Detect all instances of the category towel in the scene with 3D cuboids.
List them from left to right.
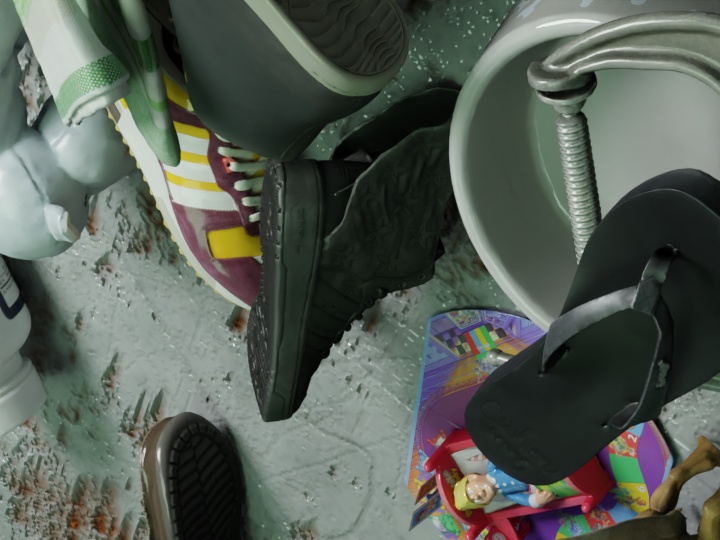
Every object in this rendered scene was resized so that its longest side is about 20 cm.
[{"bbox_3d":[-0.159,-0.169,0.756,0.202,0.030,0.149,69,167,-7],"label":"towel"},{"bbox_3d":[-0.134,-0.162,0.759,0.153,0.023,0.201,59,167,30],"label":"towel"}]

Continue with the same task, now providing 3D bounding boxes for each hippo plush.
[{"bbox_3d":[-0.205,-0.085,0.901,0.161,0.200,0.159,46,161,-8],"label":"hippo plush"}]

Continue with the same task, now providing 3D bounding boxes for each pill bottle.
[{"bbox_3d":[-0.295,0.018,1.099,0.110,0.111,0.202,-7,114,43],"label":"pill bottle"}]

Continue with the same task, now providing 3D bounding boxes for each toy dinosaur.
[{"bbox_3d":[0.147,0.133,0.780,0.060,0.106,0.200,43,-178,30],"label":"toy dinosaur"}]

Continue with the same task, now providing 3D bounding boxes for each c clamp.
[{"bbox_3d":[0.114,-0.017,0.666,0.170,0.027,0.202,16,129,33],"label":"c clamp"}]

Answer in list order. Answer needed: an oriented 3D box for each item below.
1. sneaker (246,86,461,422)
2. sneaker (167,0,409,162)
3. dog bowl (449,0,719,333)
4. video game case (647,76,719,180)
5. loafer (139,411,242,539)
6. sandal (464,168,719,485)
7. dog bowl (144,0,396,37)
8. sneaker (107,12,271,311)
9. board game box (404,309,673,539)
[{"bbox_3d":[-0.001,-0.002,0.839,0.060,0.103,0.201,-113,24,-48],"label":"sneaker"},{"bbox_3d":[-0.073,-0.140,0.711,0.201,0.075,0.106,54,143,0],"label":"sneaker"},{"bbox_3d":[0.125,-0.040,0.704,0.199,0.059,0.202,24,132,28],"label":"dog bowl"},{"bbox_3d":[0.209,-0.079,0.659,0.142,0.019,0.201,32,136,19],"label":"video game case"},{"bbox_3d":[-0.124,0.180,1.093,0.070,0.073,0.202,16,128,31],"label":"loafer"},{"bbox_3d":[0.104,0.038,0.670,0.076,0.043,0.201,37,137,6],"label":"sandal"},{"bbox_3d":[-0.042,-0.196,0.753,0.199,0.074,0.202,22,131,27],"label":"dog bowl"},{"bbox_3d":[-0.071,-0.064,0.872,0.201,0.075,0.090,55,143,-7],"label":"sneaker"},{"bbox_3d":[0.085,0.120,0.892,0.157,0.039,0.201,28,134,24],"label":"board game box"}]
